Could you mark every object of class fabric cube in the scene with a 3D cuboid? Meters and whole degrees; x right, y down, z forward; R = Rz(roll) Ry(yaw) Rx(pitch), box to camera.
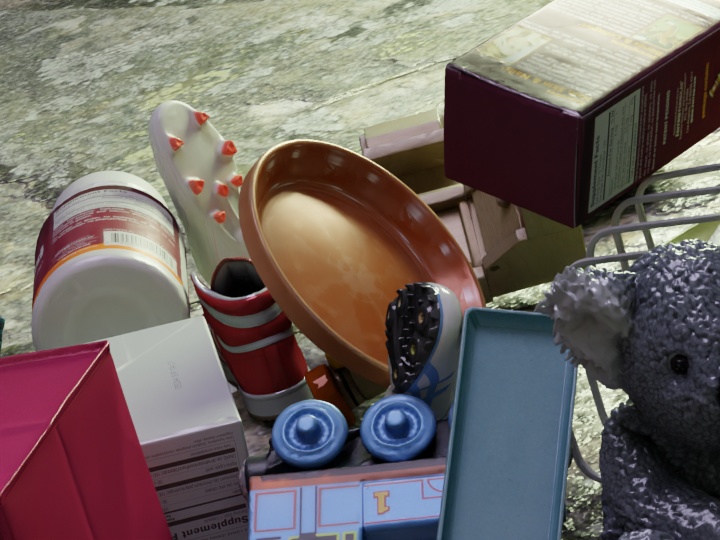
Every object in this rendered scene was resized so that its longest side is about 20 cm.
[{"bbox_3d":[-0.224,0.181,1.359,0.195,0.200,0.200,-9,21,17],"label":"fabric cube"}]

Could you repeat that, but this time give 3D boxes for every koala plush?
[{"bbox_3d":[0.186,0.071,1.330,0.176,0.201,0.184,-18,19,-5],"label":"koala plush"}]

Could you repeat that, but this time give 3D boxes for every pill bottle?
[{"bbox_3d":[-0.184,0.005,1.798,0.114,0.115,0.200,-16,23,1],"label":"pill bottle"}]

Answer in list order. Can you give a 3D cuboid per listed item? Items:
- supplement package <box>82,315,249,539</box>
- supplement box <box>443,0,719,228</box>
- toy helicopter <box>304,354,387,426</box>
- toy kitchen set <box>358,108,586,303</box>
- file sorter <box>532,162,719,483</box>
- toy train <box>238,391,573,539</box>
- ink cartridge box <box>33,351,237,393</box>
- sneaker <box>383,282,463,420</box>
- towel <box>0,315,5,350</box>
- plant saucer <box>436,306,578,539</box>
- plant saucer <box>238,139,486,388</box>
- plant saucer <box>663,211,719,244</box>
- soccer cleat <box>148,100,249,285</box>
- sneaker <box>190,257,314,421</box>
[{"bbox_3d":[-0.152,0.127,1.565,0.155,0.112,0.200,-13,19,-6],"label":"supplement package"},{"bbox_3d":[0.157,-0.119,1.613,0.110,0.086,0.200,24,40,33],"label":"supplement box"},{"bbox_3d":[-0.027,0.009,1.707,0.079,0.133,0.200,-28,32,2],"label":"toy helicopter"},{"bbox_3d":[0.045,-0.080,1.781,0.199,0.181,0.164,-15,62,3],"label":"toy kitchen set"},{"bbox_3d":[0.209,0.027,1.528,0.124,0.139,0.200,-8,21,31],"label":"file sorter"},{"bbox_3d":[0.026,0.136,1.429,0.199,0.087,0.115,-6,54,7],"label":"toy train"},{"bbox_3d":[-0.196,0.104,1.784,0.159,0.048,0.200,-24,27,-23],"label":"ink cartridge box"},{"bbox_3d":[0.048,0.067,1.498,0.072,0.200,0.072,0,60,-4],"label":"sneaker"},{"bbox_3d":[-0.304,0.081,1.787,0.022,0.148,0.200,1,11,-29],"label":"towel"},{"bbox_3d":[0.082,0.116,1.376,0.069,0.019,0.201,5,65,7],"label":"plant saucer"},{"bbox_3d":[0.000,0.000,1.629,0.032,0.200,0.200,-45,2,33],"label":"plant saucer"},{"bbox_3d":[0.281,-0.025,1.703,0.199,0.031,0.200,-27,5,3],"label":"plant saucer"},{"bbox_3d":[-0.113,-0.038,1.868,0.077,0.201,0.069,-12,28,44],"label":"soccer cleat"},{"bbox_3d":[-0.089,0.028,1.790,0.071,0.113,0.200,-22,20,-13],"label":"sneaker"}]
